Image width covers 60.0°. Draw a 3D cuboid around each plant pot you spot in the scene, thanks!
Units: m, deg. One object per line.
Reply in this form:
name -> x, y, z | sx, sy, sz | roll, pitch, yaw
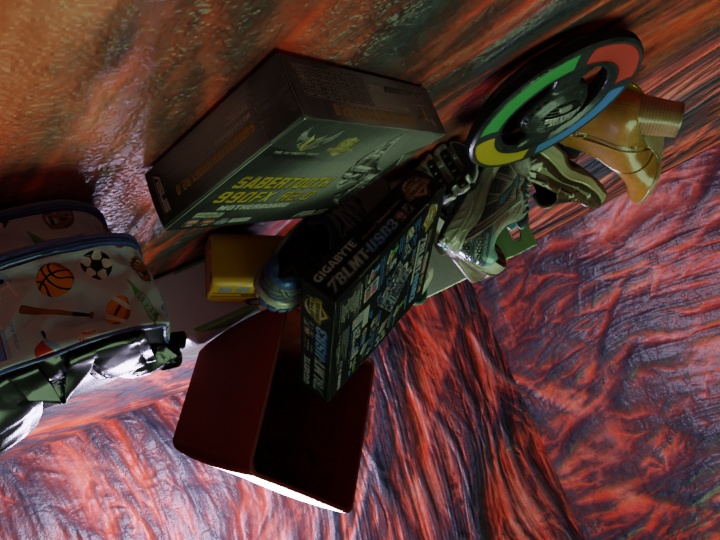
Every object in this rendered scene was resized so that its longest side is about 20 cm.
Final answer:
plant pot -> -0.117, 0.178, 0.795 | 0.174, 0.202, 0.200 | -9, 146, 33

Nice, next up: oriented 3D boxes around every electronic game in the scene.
electronic game -> 0.200, -0.172, 0.651 | 0.198, 0.042, 0.200 | -23, 163, -7

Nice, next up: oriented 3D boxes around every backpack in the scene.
backpack -> -0.226, 0.036, 0.447 | 0.198, 0.156, 0.190 | -27, -177, -27

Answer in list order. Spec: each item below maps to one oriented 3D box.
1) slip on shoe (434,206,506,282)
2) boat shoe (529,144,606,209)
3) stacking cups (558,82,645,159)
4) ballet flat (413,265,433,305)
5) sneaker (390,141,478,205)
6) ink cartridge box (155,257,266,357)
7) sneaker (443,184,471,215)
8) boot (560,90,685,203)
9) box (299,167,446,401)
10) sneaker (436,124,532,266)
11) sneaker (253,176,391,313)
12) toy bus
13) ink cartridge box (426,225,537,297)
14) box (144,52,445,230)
slip on shoe -> 0.128, -0.049, 0.891 | 0.060, 0.077, 0.199 | -35, 128, 30
boat shoe -> 0.270, -0.122, 0.876 | 0.201, 0.075, 0.075 | 25, 102, -37
stacking cups -> 0.315, -0.188, 0.894 | 0.060, 0.061, 0.200 | -19, 170, -32
ballet flat -> 0.071, -0.024, 0.886 | 0.068, 0.070, 0.202 | -58, 152, -35
sneaker -> 0.057, -0.088, 0.782 | 0.198, 0.076, 0.081 | -26, -179, 15
ink cartridge box -> -0.204, 0.050, 0.841 | 0.144, 0.088, 0.200 | -24, 174, -3
sneaker -> 0.184, -0.115, 0.874 | 0.198, 0.096, 0.079 | -21, 170, -31
boot -> 0.321, -0.163, 0.813 | 0.142, 0.072, 0.202 | 11, 157, 16
box -> 0.012, 0.020, 0.689 | 0.199, 0.049, 0.201 | -47, 158, -32
sneaker -> 0.178, -0.095, 0.780 | 0.201, 0.086, 0.078 | -57, -178, -4
sneaker -> -0.028, -0.038, 0.661 | 0.200, 0.077, 0.085 | -48, 177, -22
toy bus -> -0.081, -0.001, 0.733 | 0.197, 0.066, 0.078 | 1, 161, -22
ink cartridge box -> 0.160, -0.046, 0.976 | 0.198, 0.105, 0.059 | -26, -171, 8
box -> -0.044, -0.093, 0.500 | 0.157, 0.049, 0.199 | -28, 172, 33
